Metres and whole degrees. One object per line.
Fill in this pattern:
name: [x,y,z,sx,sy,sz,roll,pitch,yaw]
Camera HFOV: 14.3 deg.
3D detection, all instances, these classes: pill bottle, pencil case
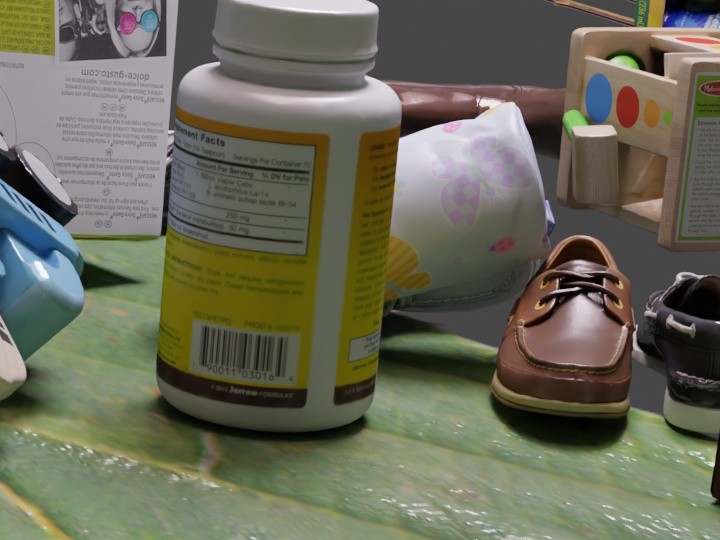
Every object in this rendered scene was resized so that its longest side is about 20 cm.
pill bottle: [-0.038,-0.031,1.380,0.108,0.202,0.109,6,13,-1]
pencil case: [0.003,-0.028,1.521,0.199,0.083,0.091,-16,54,-3]

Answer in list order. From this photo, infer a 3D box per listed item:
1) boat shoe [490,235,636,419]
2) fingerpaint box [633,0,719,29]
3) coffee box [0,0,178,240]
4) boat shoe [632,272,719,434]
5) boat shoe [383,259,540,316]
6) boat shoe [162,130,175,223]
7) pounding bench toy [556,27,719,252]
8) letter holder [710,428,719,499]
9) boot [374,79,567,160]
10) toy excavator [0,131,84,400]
boat shoe: [0.106,0.029,1.480,0.071,0.068,0.200,6,13,4]
fingerpaint box: [0.282,-0.156,2.069,0.166,0.202,0.073,13,16,29]
coffee box: [-0.243,-0.122,1.628,0.199,0.199,0.199,7,5,43]
boat shoe: [0.181,0.032,1.512,0.073,0.061,0.200,5,13,3]
boat shoe: [0.000,-0.001,1.594,0.199,0.071,0.072,4,26,4]
boat shoe: [-0.078,-0.066,1.809,0.198,0.075,0.066,-7,20,-42]
pounding bench toy: [0.188,-0.091,1.912,0.199,0.125,0.156,-2,15,-30]
letter holder: [0.271,0.055,1.367,0.141,0.101,0.200,13,15,24]
boot: [0.077,-0.112,2.093,0.198,0.065,0.186,7,-1,-10]
toy excavator: [-0.181,0.012,1.346,0.200,0.100,0.194,53,7,33]
